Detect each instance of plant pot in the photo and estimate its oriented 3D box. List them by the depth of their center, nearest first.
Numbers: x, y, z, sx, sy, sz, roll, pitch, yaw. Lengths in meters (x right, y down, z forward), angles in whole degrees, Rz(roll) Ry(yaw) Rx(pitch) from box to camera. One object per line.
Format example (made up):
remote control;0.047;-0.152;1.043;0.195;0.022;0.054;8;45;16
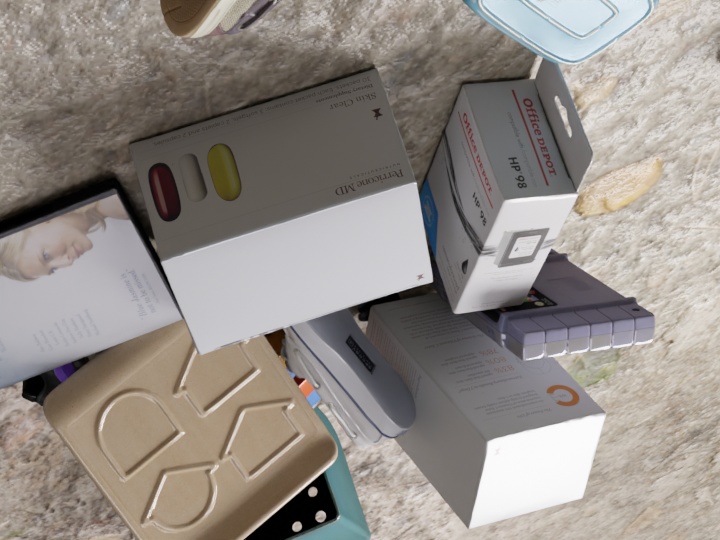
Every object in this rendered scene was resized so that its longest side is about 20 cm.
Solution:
plant pot;-0.070;0.227;1.868;0.140;0.142;0.200;-24;156;10

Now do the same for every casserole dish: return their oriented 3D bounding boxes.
casserole dish;0.145;-0.207;1.370;0.121;0.039;0.199;-34;146;24

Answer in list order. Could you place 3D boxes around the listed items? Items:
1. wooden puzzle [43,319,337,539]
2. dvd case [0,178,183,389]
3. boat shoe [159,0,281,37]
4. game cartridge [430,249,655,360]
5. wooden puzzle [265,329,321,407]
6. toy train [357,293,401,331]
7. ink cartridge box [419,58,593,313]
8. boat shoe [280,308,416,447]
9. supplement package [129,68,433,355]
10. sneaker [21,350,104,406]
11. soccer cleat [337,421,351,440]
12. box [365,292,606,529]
wooden puzzle;-0.141;0.130;1.571;0.185;0.046;0.201;-39;109;-14
dvd case;-0.254;0.018;1.485;0.198;0.018;0.143;-21;128;5
boat shoe;-0.052;-0.221;1.210;0.065;0.072;0.200;-2;145;-49
game cartridge;0.150;0.024;1.624;0.128;0.200;0.039;-2;108;-21
wooden puzzle;-0.103;0.120;1.673;0.185;0.046;0.200;-44;150;-11
toy train;0.000;0.000;1.634;0.045;0.034;0.200;-25;150;4
ink cartridge box;0.111;-0.070;1.498;0.066;0.117;0.201;-6;148;-18
boat shoe;-0.036;0.067;1.592;0.065;0.201;0.074;-31;-174;32
supplement package;-0.058;-0.042;1.454;0.198;0.112;0.156;-18;150;-3
sneaker;-0.241;0.094;1.630;0.099;0.070;0.201;-14;147;6
soccer cleat;0.058;0.084;1.789;0.199;0.073;0.068;-37;126;-2
box;0.101;0.114;1.642;0.123;0.200;0.098;-10;128;-28
